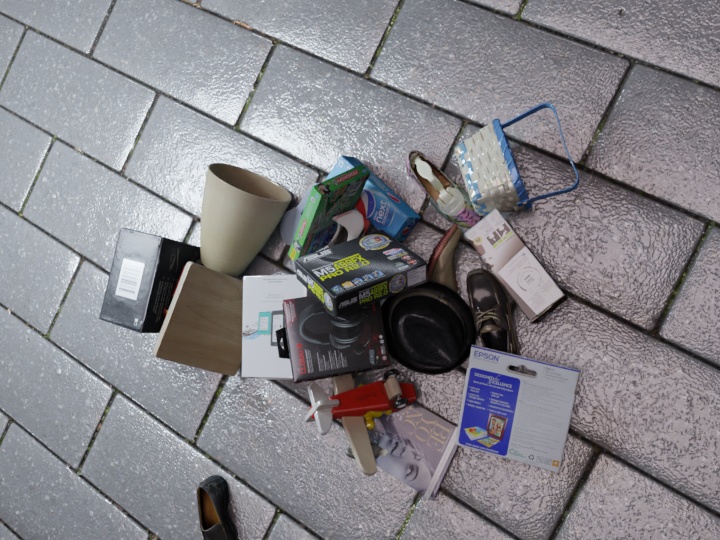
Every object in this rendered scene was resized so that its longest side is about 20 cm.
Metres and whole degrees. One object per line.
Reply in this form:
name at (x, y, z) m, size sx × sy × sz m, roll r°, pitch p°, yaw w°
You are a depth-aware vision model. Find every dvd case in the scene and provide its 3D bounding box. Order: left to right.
dvd case at (0.090, 0.335, 1.322) m, size 0.198 × 0.016 × 0.150 m, roll 27°, pitch 93°, yaw 20°

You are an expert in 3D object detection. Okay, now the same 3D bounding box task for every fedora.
fedora at (0.126, 0.121, 1.255) m, size 0.197 × 0.092 × 0.204 m, roll 1°, pitch 106°, yaw 4°

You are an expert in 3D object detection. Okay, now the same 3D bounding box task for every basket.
basket at (0.287, -0.203, 1.243) m, size 0.198 × 0.139 × 0.179 m, roll -20°, pitch 68°, yaw 22°

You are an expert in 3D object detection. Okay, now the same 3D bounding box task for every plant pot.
plant pot at (-0.266, -0.098, 1.429) m, size 0.186 × 0.187 × 0.202 m, roll 30°, pitch 109°, yaw 20°

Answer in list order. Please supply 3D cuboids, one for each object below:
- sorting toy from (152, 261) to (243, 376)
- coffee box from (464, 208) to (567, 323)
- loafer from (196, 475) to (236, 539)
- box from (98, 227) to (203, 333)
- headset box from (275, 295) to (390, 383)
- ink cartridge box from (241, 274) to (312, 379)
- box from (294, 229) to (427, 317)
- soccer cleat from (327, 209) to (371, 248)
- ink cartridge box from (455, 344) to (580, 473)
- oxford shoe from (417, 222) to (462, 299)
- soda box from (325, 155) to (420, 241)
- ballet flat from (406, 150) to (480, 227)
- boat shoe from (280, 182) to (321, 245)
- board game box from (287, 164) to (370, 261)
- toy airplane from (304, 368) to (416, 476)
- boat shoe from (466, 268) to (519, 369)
sorting toy at (-0.325, 0.101, 1.414) m, size 0.069 × 0.199 × 0.201 m, roll 17°, pitch 85°, yaw 48°
coffee box at (0.289, -0.006, 1.238) m, size 0.080 × 0.113 × 0.201 m, roll -39°, pitch 72°, yaw 12°
loafer at (-0.313, 0.543, 1.414) m, size 0.072 × 0.072 × 0.203 m, roll -18°, pitch 79°, yaw 16°
box at (-0.438, 0.028, 1.449) m, size 0.116 × 0.200 × 0.200 m, roll 13°, pitch 88°, yaw 19°
headset box at (-0.056, 0.120, 1.233) m, size 0.197 × 0.077 × 0.151 m, roll -8°, pitch 78°, yaw -8°
ink cartridge box at (-0.146, 0.117, 1.363) m, size 0.144 × 0.146 × 0.204 m, roll -2°, pitch 84°, yaw 19°
box at (0.000, 0.000, 1.230) m, size 0.160 × 0.198 × 0.045 m, roll 40°, pitch 142°, yaw 49°
soccer cleat at (-0.030, -0.023, 1.343) m, size 0.068 × 0.084 × 0.203 m, roll 31°, pitch 121°, yaw 46°
ink cartridge box at (0.284, 0.246, 1.214) m, size 0.195 × 0.047 × 0.203 m, roll 12°, pitch 103°, yaw 18°
oxford shoe at (0.163, 0.007, 1.314) m, size 0.074 × 0.070 × 0.202 m, roll 24°, pitch 99°, yaw 2°
soda box at (0.025, -0.148, 1.367) m, size 0.200 × 0.068 × 0.064 m, roll 44°, pitch 113°, yaw 19°
ballet flat at (0.157, -0.163, 1.325) m, size 0.069 × 0.071 × 0.200 m, roll -43°, pitch 72°, yaw 9°
boat shoe at (-0.096, -0.122, 1.403) m, size 0.202 × 0.085 × 0.075 m, roll -46°, pitch 65°, yaw 46°
board game box at (-0.064, -0.110, 1.312) m, size 0.029 × 0.134 × 0.201 m, roll 47°, pitch 141°, yaw 16°
toy airplane at (-0.013, 0.266, 1.287) m, size 0.197 × 0.142 × 0.201 m, roll 27°, pitch 60°, yaw 10°
boat shoe at (0.248, 0.094, 1.239) m, size 0.074 × 0.073 × 0.203 m, roll -21°, pitch 94°, yaw 18°
